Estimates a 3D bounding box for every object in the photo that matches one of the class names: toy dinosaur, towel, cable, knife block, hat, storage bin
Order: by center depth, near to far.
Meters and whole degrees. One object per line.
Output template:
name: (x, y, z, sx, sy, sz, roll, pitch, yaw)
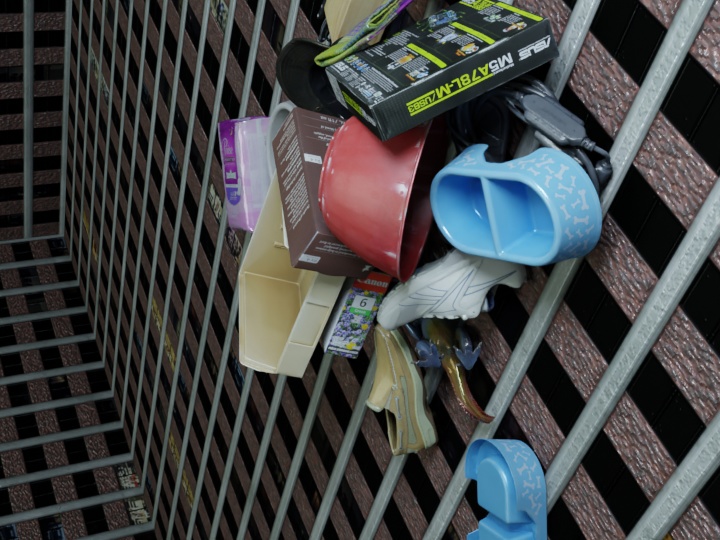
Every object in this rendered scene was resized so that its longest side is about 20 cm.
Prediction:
cable: (0.167, -0.118, 1.094, 0.200, 0.051, 0.163, 39, 147, 28)
towel: (0.040, -0.309, 1.210, 0.023, 0.200, 0.144, 49, 159, -14)
toy dinosaur: (0.083, 0.079, 1.337, 0.182, 0.105, 0.201, -120, 16, -74)
hat: (-0.005, -0.248, 1.382, 0.081, 0.200, 0.201, -60, 11, -25)
storage bin: (-0.089, 0.002, 1.389, 0.199, 0.093, 0.200, -98, 26, -51)
knife block: (-0.003, -0.327, 1.394, 0.200, 0.064, 0.176, -136, 45, -64)

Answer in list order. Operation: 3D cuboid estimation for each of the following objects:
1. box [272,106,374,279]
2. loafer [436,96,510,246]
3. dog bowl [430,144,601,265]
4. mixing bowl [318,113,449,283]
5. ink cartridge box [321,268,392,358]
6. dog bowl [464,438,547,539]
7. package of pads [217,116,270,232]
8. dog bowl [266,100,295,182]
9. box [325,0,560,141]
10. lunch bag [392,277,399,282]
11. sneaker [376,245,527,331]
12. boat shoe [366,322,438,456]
box: (-0.038, -0.093, 1.272, 0.075, 0.100, 0.201, -50, 41, 43)
loafer: (0.136, -0.117, 1.202, 0.072, 0.063, 0.200, 21, 129, 14)
dog bowl: (0.145, -0.062, 1.057, 0.200, 0.049, 0.112, 12, 122, 52)
mixing bowl: (0.020, -0.095, 1.146, 0.200, 0.108, 0.201, 13, -90, -78)
ink cartridge box: (0.000, 0.000, 1.355, 0.109, 0.050, 0.200, -105, 33, -54)
dog bowl: (0.172, 0.289, 1.245, 0.111, 0.049, 0.201, -160, 64, -63)
package of pads: (-0.192, -0.166, 1.859, 0.120, 0.075, 0.201, 10, 107, 61)
dog bowl: (-0.090, -0.174, 1.657, 0.200, 0.058, 0.201, -151, 57, -60)
box: (0.076, -0.213, 1.089, 0.200, 0.193, 0.048, -127, 13, -64)
lunch bag: (0.002, -0.055, 1.477, 0.176, 0.082, 0.201, 8, 106, 61)
sneaker: (0.100, 0.025, 1.211, 0.200, 0.074, 0.087, -34, 92, 34)
boat shoe: (0.043, 0.158, 1.386, 0.072, 0.076, 0.201, -135, 25, -66)
